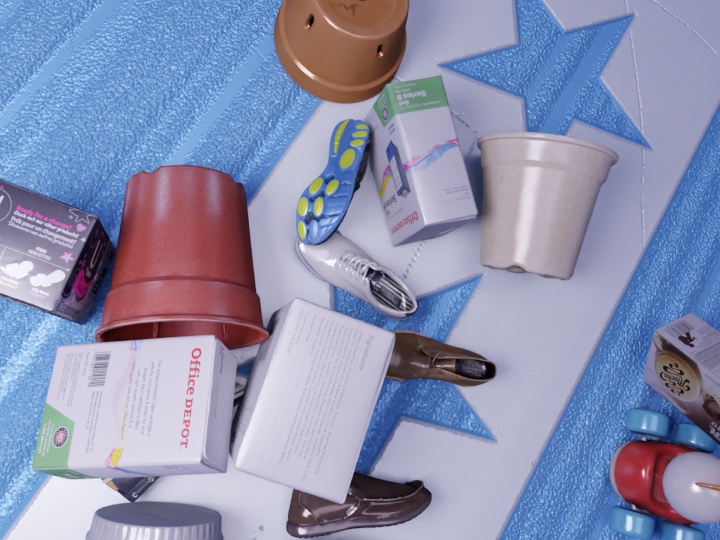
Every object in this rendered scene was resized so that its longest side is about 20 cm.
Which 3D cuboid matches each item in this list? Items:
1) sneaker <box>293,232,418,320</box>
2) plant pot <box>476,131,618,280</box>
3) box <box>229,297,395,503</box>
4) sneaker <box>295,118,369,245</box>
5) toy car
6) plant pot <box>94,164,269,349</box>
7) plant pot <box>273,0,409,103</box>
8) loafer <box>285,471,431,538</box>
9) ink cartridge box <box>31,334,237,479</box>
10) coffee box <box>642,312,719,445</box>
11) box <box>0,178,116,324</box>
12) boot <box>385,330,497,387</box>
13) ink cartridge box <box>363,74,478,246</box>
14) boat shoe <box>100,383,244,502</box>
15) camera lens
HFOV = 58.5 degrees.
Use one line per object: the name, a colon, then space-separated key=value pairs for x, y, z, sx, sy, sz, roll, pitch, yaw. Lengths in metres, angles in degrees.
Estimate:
sneaker: x=0.000 y=0.000 z=0.902 sx=0.200 sy=0.071 sz=0.073 roll=31 pitch=75 yaw=-8
plant pot: x=0.253 y=-0.085 z=0.936 sx=0.200 sy=0.200 sz=0.184 roll=10 pitch=91 yaw=-13
box: x=-0.069 y=0.154 z=0.792 sx=0.131 sy=0.199 sz=0.200 roll=21 pitch=77 yaw=-11
sneaker: x=-0.029 y=-0.117 z=0.903 sx=0.071 sy=0.083 sz=0.200 roll=13 pitch=66 yaw=18
toy car: x=0.481 y=0.308 z=0.914 sx=0.177 sy=0.200 sz=0.185 roll=18 pitch=77 yaw=-12
plant pot: x=-0.214 y=-0.012 z=0.793 sx=0.201 sy=0.201 sz=0.195 roll=1 pitch=73 yaw=-15
plant pot: x=-0.015 y=-0.360 z=0.920 sx=0.200 sy=0.140 sz=0.200 roll=3 pitch=80 yaw=-15
loafer: x=-0.001 y=0.301 z=0.852 sx=0.200 sy=0.073 sz=0.071 roll=-5 pitch=83 yaw=-16
ink cartridge box: x=-0.253 y=0.161 z=0.747 sx=0.200 sy=0.084 sz=0.145 roll=-5 pitch=63 yaw=9
coffee box: x=0.523 y=0.171 z=0.937 sx=0.080 sy=0.200 sz=0.113 roll=-21 pitch=131 yaw=-17
box: x=-0.369 y=-0.016 z=0.738 sx=0.132 sy=0.200 sz=0.115 roll=21 pitch=78 yaw=-11
boot: x=0.097 y=0.124 z=0.907 sx=0.200 sy=0.075 sz=0.074 roll=10 pitch=81 yaw=-12
ink cartridge box: x=0.079 y=-0.147 z=0.907 sx=0.087 sy=0.145 sz=0.200 roll=-14 pitch=85 yaw=-16
boat shoe: x=-0.226 y=0.213 z=0.809 sx=0.200 sy=0.075 sz=0.062 roll=-36 pitch=97 yaw=-12
camera lens: x=-0.242 y=0.380 z=0.730 sx=0.160 sy=0.160 sz=0.200 roll=7 pitch=80 yaw=-14
